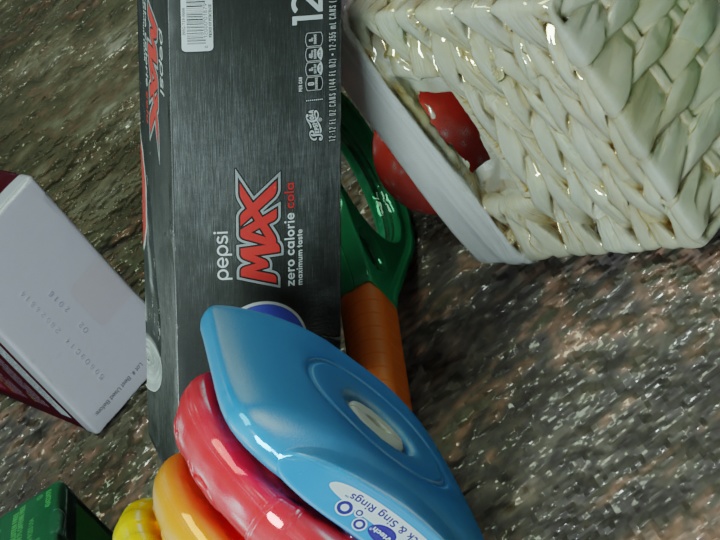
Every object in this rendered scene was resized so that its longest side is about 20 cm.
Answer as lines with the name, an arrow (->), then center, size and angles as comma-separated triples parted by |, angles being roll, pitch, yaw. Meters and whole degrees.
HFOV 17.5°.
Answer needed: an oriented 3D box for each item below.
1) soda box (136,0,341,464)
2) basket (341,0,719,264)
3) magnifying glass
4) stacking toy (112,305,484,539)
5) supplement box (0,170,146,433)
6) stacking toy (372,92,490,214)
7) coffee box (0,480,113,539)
soda box -> -0.044, -0.019, 0.851 | 0.063, 0.201, 0.071 | -5, 22, -14
basket -> 0.103, -0.112, 0.872 | 0.123, 0.136, 0.200 | 6, 51, 51
magnifying glass -> 0.000, 0.000, 0.914 | 0.022, 0.080, 0.200 | -29, 39, 15
stacking toy -> -0.059, 0.122, 0.778 | 0.200, 0.116, 0.110 | -48, 22, 10
supplement box -> -0.177, 0.004, 1.088 | 0.061, 0.109, 0.200 | -49, 29, -17
stacking toy -> 0.048, -0.106, 1.000 | 0.085, 0.085, 0.201 | -17, 39, 39
coffee box -> -0.181, 0.176, 0.901 | 0.200, 0.044, 0.123 | -34, 27, 13
